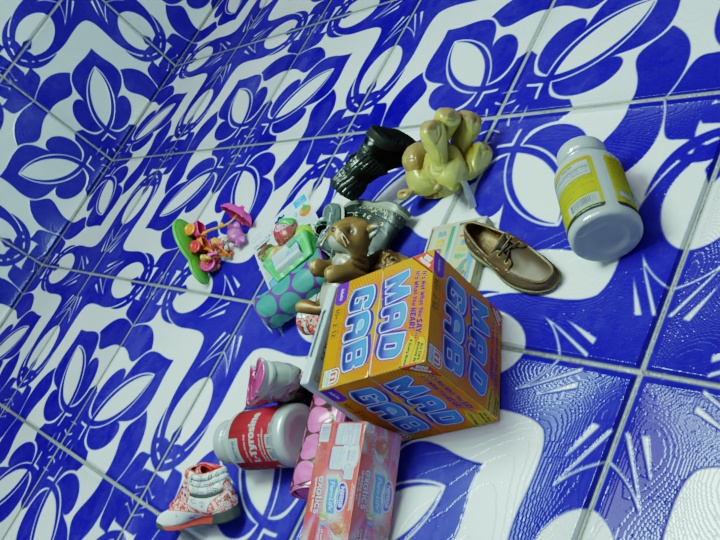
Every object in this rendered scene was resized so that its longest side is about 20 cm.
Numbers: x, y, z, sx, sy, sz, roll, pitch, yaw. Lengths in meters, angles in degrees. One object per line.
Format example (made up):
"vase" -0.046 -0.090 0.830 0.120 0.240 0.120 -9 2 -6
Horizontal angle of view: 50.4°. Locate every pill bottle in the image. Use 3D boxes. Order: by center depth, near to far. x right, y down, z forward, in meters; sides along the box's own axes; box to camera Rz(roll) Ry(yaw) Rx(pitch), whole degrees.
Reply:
"pill bottle" 0.368 -0.120 1.208 0.111 0.111 0.200 -28 41 28
"pill bottle" -0.176 0.308 1.405 0.200 0.112 0.112 -16 47 39

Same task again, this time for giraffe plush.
"giraffe plush" 0.151 -0.209 1.521 0.162 0.172 0.201 -8 86 56

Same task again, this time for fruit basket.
"fruit basket" -0.165 -0.062 1.729 0.185 0.094 0.200 -39 55 15

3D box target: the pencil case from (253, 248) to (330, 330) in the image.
"pencil case" -0.134 0.040 1.626 0.200 0.085 0.093 -36 33 17

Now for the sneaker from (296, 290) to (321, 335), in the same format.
"sneaker" -0.074 0.117 1.511 0.108 0.067 0.202 -31 36 26

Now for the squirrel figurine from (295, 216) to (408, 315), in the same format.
"squirrel figurine" 0.000 0.000 1.411 0.141 0.200 0.187 2 83 58

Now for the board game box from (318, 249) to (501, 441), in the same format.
"board game box" 0.085 0.126 1.211 0.200 0.200 0.200 -22 44 34

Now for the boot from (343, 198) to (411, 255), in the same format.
"boot" 0.003 -0.067 1.592 0.203 0.073 0.154 4 65 52

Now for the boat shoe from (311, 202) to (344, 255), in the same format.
"boat shoe" -0.070 -0.096 1.627 0.200 0.062 0.073 -103 28 -59

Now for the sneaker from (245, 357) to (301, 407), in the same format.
"sneaker" -0.158 0.211 1.397 0.200 0.088 0.082 140 137 -69

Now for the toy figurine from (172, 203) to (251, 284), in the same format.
"toy figurine" -0.363 -0.090 1.983 0.184 0.150 0.200 -28 61 13

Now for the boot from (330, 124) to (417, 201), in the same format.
"boot" 0.042 -0.218 1.611 0.079 0.211 0.158 51 118 31

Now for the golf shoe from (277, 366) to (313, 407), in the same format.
"golf shoe" -0.077 0.200 1.430 0.200 0.073 0.092 -25 41 31

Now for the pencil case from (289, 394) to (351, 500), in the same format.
"pencil case" -0.057 0.295 1.312 0.094 0.091 0.200 118 165 -56

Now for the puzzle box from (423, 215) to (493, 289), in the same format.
"puzzle box" 0.163 -0.004 1.398 0.133 0.025 0.200 -11 51 43

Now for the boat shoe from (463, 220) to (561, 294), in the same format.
"boat shoe" 0.244 -0.025 1.277 0.072 0.068 0.200 -49 46 -6

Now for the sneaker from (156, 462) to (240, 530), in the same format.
"sneaker" -0.315 0.422 1.438 0.201 0.067 0.108 -18 87 32

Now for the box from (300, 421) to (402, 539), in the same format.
"box" -0.012 0.342 1.184 0.102 0.095 0.201 -12 59 41

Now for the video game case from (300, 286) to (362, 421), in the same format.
"video game case" -0.006 0.153 1.285 0.022 0.200 0.183 -13 49 39
